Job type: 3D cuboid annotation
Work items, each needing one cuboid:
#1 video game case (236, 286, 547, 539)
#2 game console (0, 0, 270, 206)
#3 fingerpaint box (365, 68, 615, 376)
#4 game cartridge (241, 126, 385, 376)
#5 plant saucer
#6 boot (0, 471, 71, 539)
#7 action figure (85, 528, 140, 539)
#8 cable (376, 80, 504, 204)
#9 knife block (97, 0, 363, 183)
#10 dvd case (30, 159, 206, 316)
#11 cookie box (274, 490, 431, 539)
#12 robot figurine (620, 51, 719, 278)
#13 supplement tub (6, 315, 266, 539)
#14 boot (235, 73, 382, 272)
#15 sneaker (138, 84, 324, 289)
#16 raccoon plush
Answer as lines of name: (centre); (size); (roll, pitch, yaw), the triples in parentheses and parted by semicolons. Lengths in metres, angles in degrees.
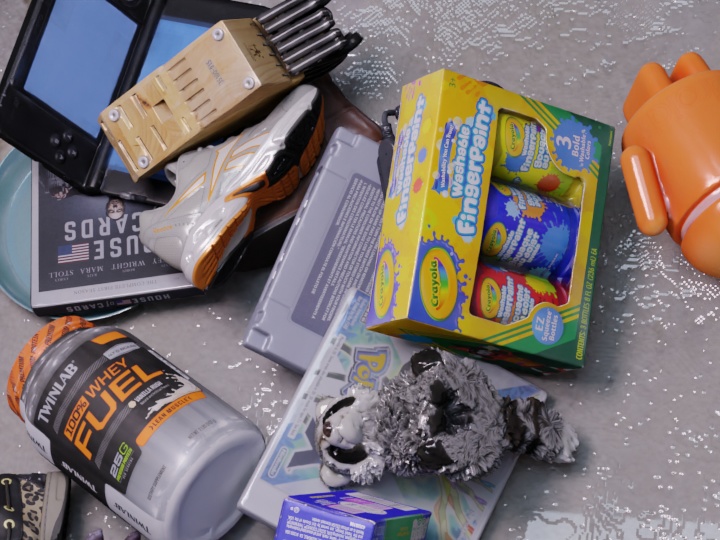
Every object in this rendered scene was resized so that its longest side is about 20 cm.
video game case: (0.027, 0.141, 1.696); (0.181, 0.022, 0.201); (28, 73, -1)
game console: (-0.187, -0.170, 1.802); (0.116, 0.176, 0.202); (-6, 59, 44)
fingerpaint box: (0.104, -0.035, 1.690); (0.166, 0.073, 0.202); (16, 75, -25)
game cartridge: (0.000, 0.000, 1.757); (0.132, 0.041, 0.201); (26, 74, -8)
plant saucer: (-0.230, -0.045, 1.857); (0.198, 0.027, 0.202); (-4, 65, 8)
boot: (-0.313, 0.228, 1.682); (0.152, 0.074, 0.204); (10, 40, -2)
action figure: (-0.139, 0.285, 1.651); (0.200, 0.130, 0.070); (43, 119, 26)
cable: (0.094, -0.049, 1.758); (0.162, 0.051, 0.202); (-12, 88, -29)
knife block: (-0.098, -0.158, 1.794); (0.199, 0.175, 0.064); (-35, 83, 21)
dvd case: (-0.207, -0.065, 1.834); (0.149, 0.025, 0.202); (-8, 64, 7)
cookie box: (-0.022, 0.268, 1.571); (0.075, 0.171, 0.202); (13, 90, 16)
robot figurine: (0.283, -0.077, 1.726); (0.116, 0.143, 0.201); (-40, 62, 23)
supplement tub: (-0.182, 0.126, 1.714); (0.199, 0.123, 0.123); (32, 75, 28)
boot: (-0.088, -0.115, 1.841); (0.186, 0.064, 0.200); (-32, 67, -17)
sneaker: (-0.107, -0.084, 1.751); (0.092, 0.076, 0.200); (28, 65, 21)
raccoon plush: (0.056, 0.140, 1.667); (0.133, 0.199, 0.098); (-23, 47, 42)
